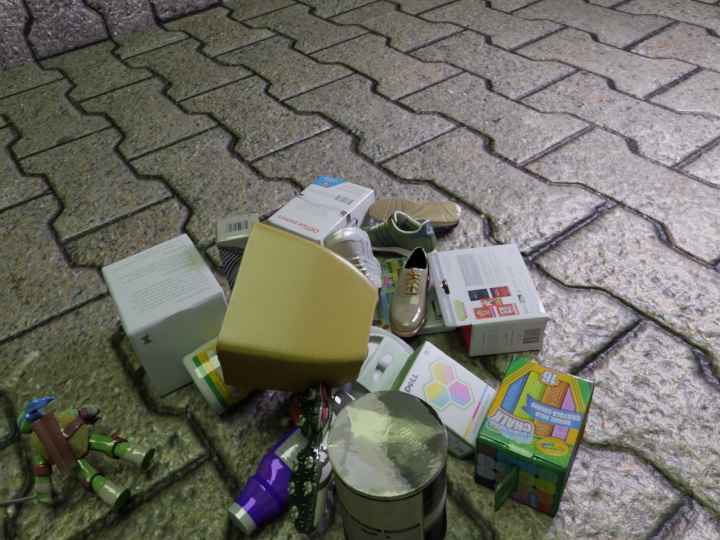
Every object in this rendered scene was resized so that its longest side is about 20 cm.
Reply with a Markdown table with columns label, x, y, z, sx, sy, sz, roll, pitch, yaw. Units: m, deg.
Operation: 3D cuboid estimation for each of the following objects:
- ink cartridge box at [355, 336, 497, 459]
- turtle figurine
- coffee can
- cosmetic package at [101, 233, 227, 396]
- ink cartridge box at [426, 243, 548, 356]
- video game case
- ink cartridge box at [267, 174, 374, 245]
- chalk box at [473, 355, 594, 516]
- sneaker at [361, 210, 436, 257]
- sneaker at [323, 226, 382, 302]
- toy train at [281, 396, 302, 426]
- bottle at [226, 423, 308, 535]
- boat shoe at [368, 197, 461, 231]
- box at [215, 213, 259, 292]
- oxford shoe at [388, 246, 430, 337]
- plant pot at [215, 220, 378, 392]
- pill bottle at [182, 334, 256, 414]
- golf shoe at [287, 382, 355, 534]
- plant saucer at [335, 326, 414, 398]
| label | x | y | z | sx | sy | sz | roll | pitch | yaw |
| --- | --- | --- | --- | --- | --- | --- | --- | --- | --- |
| ink cartridge box | 0.105 | 0.181 | 0.920 | 0.200 | 0.059 | 0.104 | 36 | 51 | 1 |
| turtle figurine | -0.426 | 0.286 | 0.929 | 0.193 | 0.201 | 0.144 | 25 | 24 | 5 |
| coffee can | 0.040 | 0.275 | 0.783 | 0.146 | 0.201 | 0.147 | -4 | 42 | 3 |
| cosmetic package | -0.335 | 0.075 | 1.083 | 0.167 | 0.167 | 0.200 | -24 | 44 | -19 |
| ink cartridge box | 0.220 | 0.051 | 1.097 | 0.175 | 0.084 | 0.200 | -5 | 41 | -1 |
| video game case | 0.076 | 0.048 | 1.168 | 0.181 | 0.023 | 0.201 | -7 | 42 | -1 |
| ink cartridge box | -0.081 | -0.111 | 1.319 | 0.146 | 0.085 | 0.200 | 22 | 50 | 29 |
| chalk box | 0.237 | 0.246 | 0.849 | 0.123 | 0.125 | 0.200 | 16 | 48 | 24 |
| sneaker | 0.072 | -0.084 | 1.246 | 0.200 | 0.090 | 0.067 | 17 | 36 | 37 |
| sneaker | 0.000 | 0.000 | 1.076 | 0.078 | 0.200 | 0.100 | -25 | 54 | 11 |
| toy train | -0.072 | 0.174 | 1.020 | 0.149 | 0.056 | 0.200 | -12 | 42 | -7 |
| bottle | -0.103 | 0.290 | 0.878 | 0.084 | 0.065 | 0.200 | 45 | 58 | 7 |
| boat shoe | 0.118 | -0.113 | 1.312 | 0.199 | 0.065 | 0.072 | 1 | 60 | 11 |
| box | -0.210 | -0.004 | 1.128 | 0.082 | 0.201 | 0.069 | -12 | 42 | -5 |
| oxford shoe | 0.089 | 0.035 | 1.102 | 0.070 | 0.075 | 0.200 | 3 | 40 | 9 |
| plant pot | -0.083 | 0.074 | 0.890 | 0.199 | 0.196 | 0.195 | 12 | 64 | -2 |
| pill bottle | -0.184 | 0.140 | 1.016 | 0.200 | 0.113 | 0.113 | -33 | 47 | -17 |
| golf shoe | -0.046 | 0.258 | 0.837 | 0.088 | 0.077 | 0.201 | 19 | 64 | -27 |
| plant saucer | 0.024 | 0.158 | 0.978 | 0.199 | 0.050 | 0.201 | 12 | 45 | -12 |
